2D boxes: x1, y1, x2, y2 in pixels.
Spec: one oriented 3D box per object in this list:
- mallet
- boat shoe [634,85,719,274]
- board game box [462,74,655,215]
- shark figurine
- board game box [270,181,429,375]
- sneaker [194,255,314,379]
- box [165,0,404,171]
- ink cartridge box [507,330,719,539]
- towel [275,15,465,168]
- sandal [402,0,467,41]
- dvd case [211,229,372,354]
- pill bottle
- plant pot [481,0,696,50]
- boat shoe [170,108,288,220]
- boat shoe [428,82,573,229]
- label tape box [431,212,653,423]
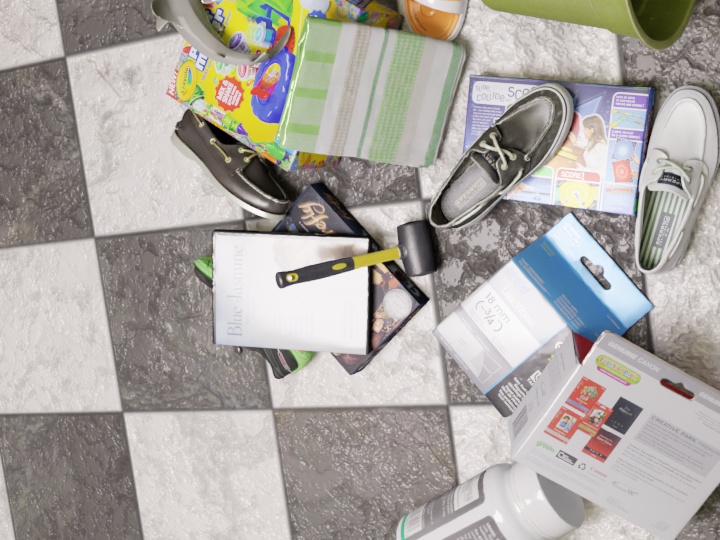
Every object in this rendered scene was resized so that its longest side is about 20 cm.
[{"bbox_3d":[0.000,0.000,1.214,0.041,0.200,0.066,-10,100,66],"label":"mallet"},{"bbox_3d":[0.326,-0.089,1.093,0.073,0.067,0.201,10,103,24],"label":"boat shoe"},{"bbox_3d":[0.211,-0.140,1.157,0.199,0.034,0.136,10,102,24],"label":"board game box"},{"bbox_3d":[-0.182,-0.275,1.165,0.128,0.089,0.215,-46,73,27],"label":"shark figurine"},{"bbox_3d":[-0.030,0.011,1.302,0.200,0.035,0.136,47,115,12],"label":"board game box"},{"bbox_3d":[-0.148,0.059,1.345,0.200,0.077,0.084,46,111,14],"label":"sneaker"},{"bbox_3d":[-0.090,-0.251,1.239,0.192,0.122,0.200,33,111,19],"label":"box"},{"bbox_3d":[0.285,0.158,1.108,0.200,0.084,0.176,29,112,-6],"label":"ink cartridge box"},{"bbox_3d":[0.012,-0.195,1.167,0.031,0.199,0.150,43,123,55],"label":"towel"},{"bbox_3d":[0.083,-0.355,1.170,0.079,0.059,0.207,15,105,23],"label":"sandal"},{"bbox_3d":[-0.084,0.025,1.278,0.199,0.018,0.143,3,100,13],"label":"dvd case"},{"bbox_3d":[0.148,0.292,1.219,0.200,0.113,0.113,-35,83,27],"label":"pill bottle"},{"bbox_3d":[0.216,-0.323,1.057,0.190,0.200,0.201,10,104,37],"label":"plant pot"},{"bbox_3d":[-0.157,-0.137,1.311,0.201,0.072,0.061,40,113,25],"label":"boat shoe"},{"bbox_3d":[0.149,-0.117,1.135,0.071,0.064,0.200,46,114,13],"label":"boat shoe"},{"bbox_3d":[0.199,0.055,1.182,0.200,0.063,0.144,-45,79,25],"label":"label tape box"}]
